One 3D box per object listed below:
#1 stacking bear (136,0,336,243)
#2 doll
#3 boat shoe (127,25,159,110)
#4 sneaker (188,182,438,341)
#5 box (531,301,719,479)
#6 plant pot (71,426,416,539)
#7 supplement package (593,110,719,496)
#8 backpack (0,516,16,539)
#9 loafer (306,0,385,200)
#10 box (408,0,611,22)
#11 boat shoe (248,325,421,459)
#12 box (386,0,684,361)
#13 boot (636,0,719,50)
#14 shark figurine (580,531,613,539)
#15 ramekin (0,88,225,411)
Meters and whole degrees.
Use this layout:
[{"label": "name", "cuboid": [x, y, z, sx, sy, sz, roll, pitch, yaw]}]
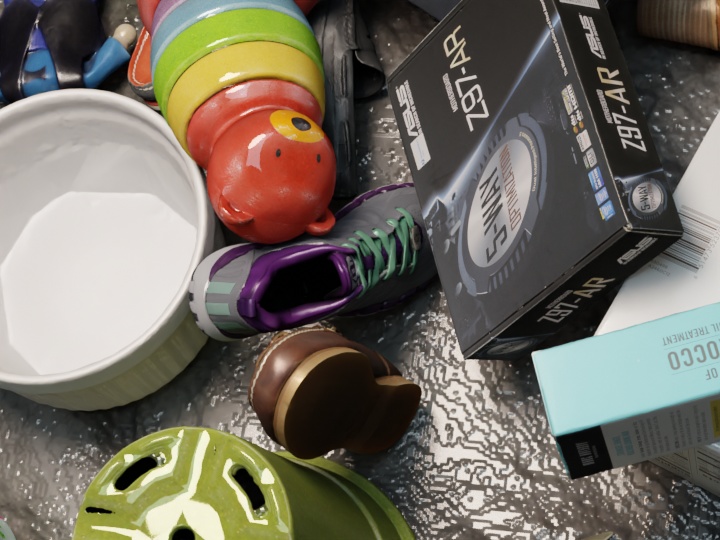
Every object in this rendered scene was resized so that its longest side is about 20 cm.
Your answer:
[{"label": "stacking bear", "cuboid": [-0.067, -0.104, 1.117, 0.114, 0.121, 0.200, -50, 42, 36]}, {"label": "doll", "cuboid": [-0.223, -0.166, 1.292, 0.136, 0.048, 0.201, -10, 63, 10]}, {"label": "boat shoe", "cuboid": [-0.107, -0.206, 1.256, 0.071, 0.063, 0.200, 30, 91, 36]}, {"label": "sneaker", "cuboid": [0.000, 0.000, 1.118, 0.200, 0.087, 0.075, -22, 104, -27]}, {"label": "box", "cuboid": [0.195, 0.051, 0.967, 0.199, 0.082, 0.049, -16, 65, 6]}, {"label": "plant pot", "cuboid": [-0.076, 0.172, 1.044, 0.199, 0.190, 0.201, -5, 67, 12]}, {"label": "supplement package", "cuboid": [0.239, 0.027, 1.072, 0.155, 0.111, 0.200, 26, 76, 21]}, {"label": "backpack", "cuboid": [-0.305, 0.207, 1.113, 0.199, 0.151, 0.178, -7, 65, 5]}, {"label": "loafer", "cuboid": [-0.018, -0.136, 1.229, 0.070, 0.068, 0.201, 11, 66, -4]}, {"label": "box", "cuboid": [0.082, -0.238, 1.146, 0.200, 0.149, 0.107, 33, 46, -2]}, {"label": "boat shoe", "cuboid": [-0.027, 0.067, 1.071, 0.070, 0.200, 0.070, 34, 90, 19]}, {"label": "box", "cuboid": [0.096, -0.070, 1.087, 0.160, 0.043, 0.201, -41, 55, 45]}, {"label": "boot", "cuboid": [0.268, -0.232, 1.195, 0.154, 0.074, 0.201, 6, 82, 17]}, {"label": "shark figurine", "cuboid": [0.142, 0.213, 1.027, 0.128, 0.214, 0.090, -27, 103, -30]}, {"label": "ramekin", "cuboid": [-0.180, -0.005, 1.187, 0.199, 0.105, 0.201, -4, 67, 11]}]
